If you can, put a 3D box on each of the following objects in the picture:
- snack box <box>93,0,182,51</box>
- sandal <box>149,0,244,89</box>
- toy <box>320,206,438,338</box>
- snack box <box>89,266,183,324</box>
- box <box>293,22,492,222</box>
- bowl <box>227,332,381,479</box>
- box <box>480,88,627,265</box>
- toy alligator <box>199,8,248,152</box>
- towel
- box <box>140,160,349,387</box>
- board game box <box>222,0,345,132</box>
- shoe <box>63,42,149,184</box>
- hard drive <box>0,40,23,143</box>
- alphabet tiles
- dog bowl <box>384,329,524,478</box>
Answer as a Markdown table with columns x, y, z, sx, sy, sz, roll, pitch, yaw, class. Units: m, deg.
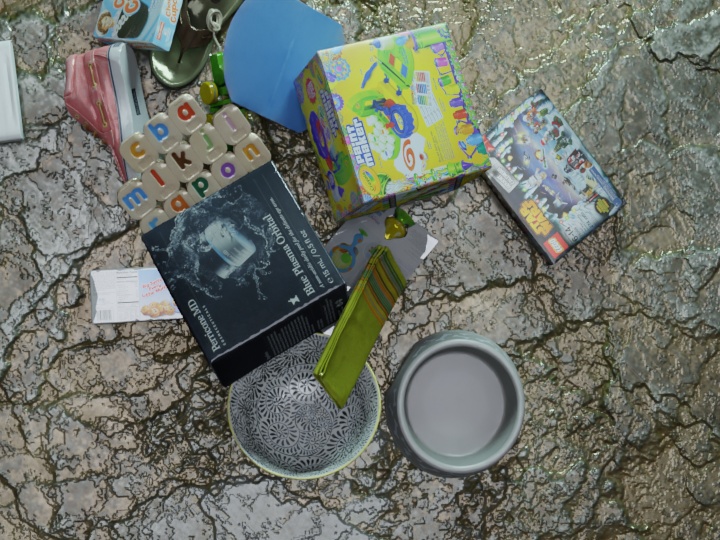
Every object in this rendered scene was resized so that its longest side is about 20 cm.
| x | y | z | sx | sy | sz | roll | pitch | yaw | class |
| --- | --- | --- | --- | --- | --- | --- | --- | --- | --- |
| -0.281 | -0.397 | 1.611 | 0.115 | 0.037 | 0.203 | 11 | 85 | 34 | snack box |
| -0.220 | -0.340 | 1.631 | 0.079 | 0.057 | 0.203 | 32 | 85 | -2 | sandal |
| 0.000 | 0.000 | 1.636 | 0.115 | 0.047 | 0.201 | 40 | 80 | 2 | toy |
| -0.263 | 0.031 | 1.625 | 0.196 | 0.024 | 0.073 | -3 | 86 | -4 | snack box |
| 0.040 | -0.193 | 1.586 | 0.190 | 0.122 | 0.203 | -15 | 85 | -21 | box |
| -0.072 | 0.192 | 1.583 | 0.197 | 0.095 | 0.204 | 0 | 62 | 0 | bowl |
| 0.254 | -0.128 | 1.666 | 0.136 | 0.040 | 0.201 | -38 | 91 | -4 | box |
| -0.177 | -0.245 | 1.608 | 0.059 | 0.054 | 0.204 | -13 | 107 | -39 | toy alligator |
| 0.003 | 0.071 | 1.547 | 0.018 | 0.086 | 0.202 | 8 | 59 | 35 | towel |
| -0.143 | 0.005 | 1.546 | 0.198 | 0.118 | 0.198 | -30 | 72 | -7 | box |
| -0.110 | -0.282 | 1.619 | 0.198 | 0.039 | 0.160 | 20 | 90 | -40 | board game box |
| -0.335 | -0.196 | 1.614 | 0.089 | 0.071 | 0.204 | -7 | 98 | 16 | shoe |
| -0.558 | -0.228 | 1.615 | 0.196 | 0.027 | 0.134 | -8 | 88 | -5 | hard drive |
| -0.219 | -0.125 | 1.598 | 0.199 | 0.015 | 0.196 | -37 | 119 | 0 | alphabet tiles |
| 0.132 | 0.182 | 1.631 | 0.196 | 0.059 | 0.204 | 0 | 87 | -4 | dog bowl |
